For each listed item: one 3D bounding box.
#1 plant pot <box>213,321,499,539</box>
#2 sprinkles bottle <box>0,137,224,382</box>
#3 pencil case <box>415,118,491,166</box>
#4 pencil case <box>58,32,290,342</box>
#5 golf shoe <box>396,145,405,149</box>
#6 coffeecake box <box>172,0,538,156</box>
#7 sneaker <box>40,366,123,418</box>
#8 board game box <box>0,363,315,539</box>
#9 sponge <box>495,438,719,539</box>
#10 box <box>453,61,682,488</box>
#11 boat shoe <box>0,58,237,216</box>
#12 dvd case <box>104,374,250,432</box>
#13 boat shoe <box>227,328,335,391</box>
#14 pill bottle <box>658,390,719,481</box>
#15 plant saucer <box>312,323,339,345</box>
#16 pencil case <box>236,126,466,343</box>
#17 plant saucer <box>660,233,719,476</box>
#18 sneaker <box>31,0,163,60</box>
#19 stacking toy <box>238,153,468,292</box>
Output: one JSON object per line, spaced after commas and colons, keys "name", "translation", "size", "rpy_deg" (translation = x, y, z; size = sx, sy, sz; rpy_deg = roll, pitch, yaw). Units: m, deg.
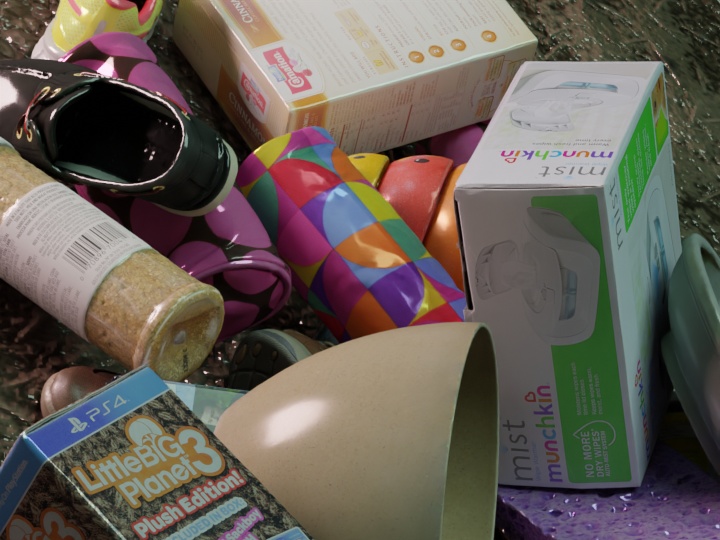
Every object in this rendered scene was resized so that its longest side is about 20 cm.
{"name": "plant pot", "translation": [-0.008, 0.122, 1.396], "size": [0.134, 0.201, 0.201], "rpy_deg": [4, 32, 10]}
{"name": "sprinkles bottle", "translation": [-0.170, -0.009, 1.541], "size": [0.200, 0.069, 0.068], "rpy_deg": [34, 28, 27]}
{"name": "pencil case", "translation": [0.120, -0.035, 1.883], "size": [0.093, 0.091, 0.200], "rpy_deg": [-20, 58, -18]}
{"name": "pencil case", "translation": [-0.126, -0.045, 1.650], "size": [0.093, 0.091, 0.200], "rpy_deg": [-28, 60, -11]}
{"name": "golf shoe", "translation": [0.044, -0.166, 1.991], "size": [0.097, 0.079, 0.200], "rpy_deg": [37, 30, 12]}
{"name": "coffeecake box", "translation": [-0.005, -0.159, 1.862], "size": [0.199, 0.073, 0.154], "rpy_deg": [-18, 54, -27]}
{"name": "sneaker", "translation": [-0.081, 0.094, 1.531], "size": [0.199, 0.076, 0.071], "rpy_deg": [28, 33, -14]}
{"name": "board game box", "translation": [-0.099, 0.180, 1.319], "size": [0.200, 0.160, 0.097], "rpy_deg": [45, 38, 14]}
{"name": "sponge", "translation": [0.163, 0.150, 1.568], "size": [0.111, 0.030, 0.200], "rpy_deg": [-20, 30, -23]}
{"name": "box", "translation": [0.129, 0.000, 1.619], "size": [0.096, 0.201, 0.177], "rpy_deg": [0, 27, 18]}
{"name": "boat shoe", "translation": [-0.168, -0.088, 1.594], "size": [0.201, 0.074, 0.063], "rpy_deg": [19, -8, 29]}
{"name": "dvd case", "translation": [-0.045, 0.138, 1.475], "size": [0.199, 0.018, 0.144], "rpy_deg": [8, 69, -21]}
{"name": "boat shoe", "translation": [0.005, 0.108, 1.600], "size": [0.072, 0.076, 0.200], "rpy_deg": [-9, 55, -51]}
{"name": "pill bottle", "translation": [0.202, 0.176, 1.662], "size": [0.114, 0.114, 0.200], "rpy_deg": [28, 33, -13]}
{"name": "plant saucer", "translation": [0.054, 0.095, 1.715], "size": [0.200, 0.019, 0.070], "rpy_deg": [35, 32, -1]}
{"name": "pencil case", "translation": [0.000, 0.000, 1.669], "size": [0.088, 0.089, 0.200], "rpy_deg": [-9, 52, -49]}
{"name": "plant saucer", "translation": [0.224, 0.077, 1.613], "size": [0.201, 0.050, 0.200], "rpy_deg": [58, 14, -23]}
{"name": "sneaker", "translation": [-0.160, -0.193, 1.812], "size": [0.078, 0.090, 0.200], "rpy_deg": [26, 32, -14]}
{"name": "stacking toy", "translation": [0.012, -0.030, 1.761], "size": [0.199, 0.147, 0.146], "rpy_deg": [19, 33, 2]}
